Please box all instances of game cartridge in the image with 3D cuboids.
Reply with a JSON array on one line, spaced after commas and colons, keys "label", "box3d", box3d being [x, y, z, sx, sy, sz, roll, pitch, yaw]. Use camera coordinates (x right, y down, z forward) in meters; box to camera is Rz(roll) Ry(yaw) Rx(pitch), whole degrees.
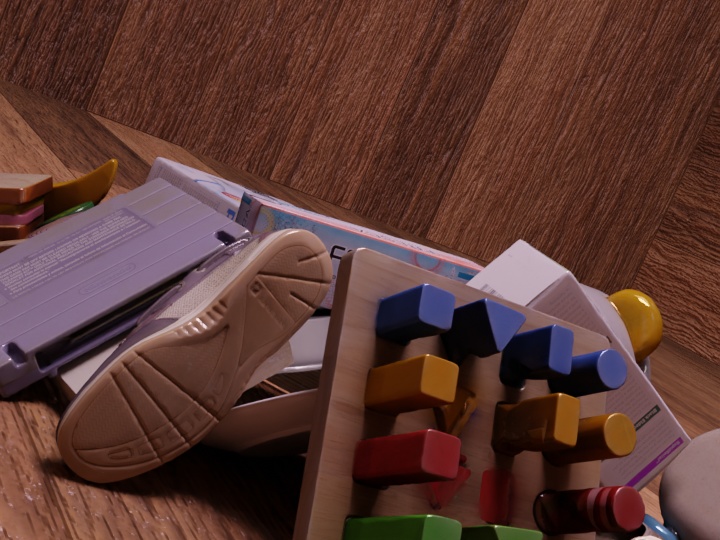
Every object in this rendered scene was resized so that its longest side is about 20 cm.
[{"label": "game cartridge", "box3d": [-0.189, 0.005, 0.824, 0.200, 0.038, 0.130, -30, 35, -28]}]

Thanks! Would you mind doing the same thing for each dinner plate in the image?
[{"label": "dinner plate", "box3d": [-0.017, 0.100, 0.786, 0.200, 0.024, 0.200, -10, -15, -3]}]

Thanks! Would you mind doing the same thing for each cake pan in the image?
[{"label": "cake pan", "box3d": [-0.092, 0.050, 0.918, 0.200, 0.037, 0.200, -1, 3, 0]}]

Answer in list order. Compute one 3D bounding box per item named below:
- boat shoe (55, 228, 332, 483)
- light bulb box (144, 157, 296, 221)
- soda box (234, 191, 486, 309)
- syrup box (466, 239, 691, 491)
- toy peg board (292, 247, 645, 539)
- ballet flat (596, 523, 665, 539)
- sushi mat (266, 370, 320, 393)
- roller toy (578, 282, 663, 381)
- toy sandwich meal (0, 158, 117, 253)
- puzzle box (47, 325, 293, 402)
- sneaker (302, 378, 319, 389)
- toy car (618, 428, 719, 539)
[{"label": "boat shoe", "box3d": [-0.103, 0.047, 0.716, 0.072, 0.200, 0.065, 54, -20, -24]}, {"label": "light bulb box", "box3d": [-0.120, -0.014, 1.266, 0.198, 0.125, 0.200, 18, 8, -40]}, {"label": "soda box", "box3d": [0.000, 0.000, 0.905, 0.200, 0.064, 0.068, 17, 6, -20]}, {"label": "syrup box", "box3d": [0.159, 0.080, 0.899, 0.200, 0.081, 0.079, 51, -3, -27]}, {"label": "toy peg board", "box3d": [0.082, 0.101, 0.669, 0.200, 0.199, 0.098, 20, -22, -27]}, {"label": "ballet flat", "box3d": [0.172, 0.191, 0.904, 0.067, 0.046, 0.200, -18, 22, -20]}, {"label": "sushi mat", "box3d": [-0.077, 0.054, 1.034, 0.200, 0.096, 0.012, 26, 29, 21]}, {"label": "roller toy", "box3d": [0.184, 0.096, 1.160, 0.182, 0.200, 0.140, 21, 4, 32]}, {"label": "toy sandwich meal", "box3d": [-0.288, -0.058, 1.027, 0.205, 0.070, 0.205, -6, 13, 1]}, {"label": "puzzle box", "box3d": [-0.154, 0.042, 0.814, 0.133, 0.025, 0.200, -28, 38, -25]}, {"label": "sneaker", "box3d": [0.044, 0.119, 1.064, 0.200, 0.080, 0.070, 4, 17, -3]}, {"label": "toy car", "box3d": [0.339, 0.232, 0.929, 0.200, 0.184, 0.177, 52, -8, -28]}]
